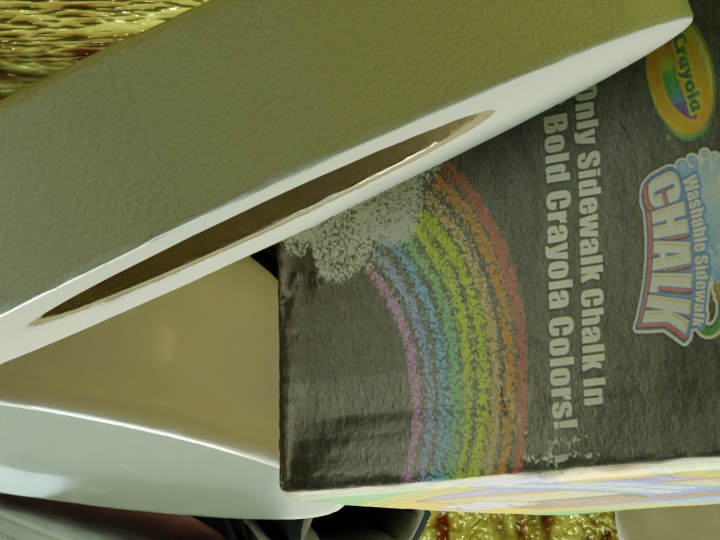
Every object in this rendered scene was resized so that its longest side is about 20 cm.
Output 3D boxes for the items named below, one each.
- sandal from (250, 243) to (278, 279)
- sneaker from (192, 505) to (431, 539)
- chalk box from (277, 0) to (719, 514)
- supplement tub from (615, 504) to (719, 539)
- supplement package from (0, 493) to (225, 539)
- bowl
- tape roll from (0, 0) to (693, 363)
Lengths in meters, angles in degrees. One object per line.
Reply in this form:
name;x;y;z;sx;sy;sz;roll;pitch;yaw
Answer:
sandal;0.000;0.000;1.000;0.082;0.055;0.200;30;172;9
sneaker;-0.066;0.049;1.029;0.202;0.077;0.146;26;176;-20
chalk box;0.091;-0.006;0.723;0.199;0.125;0.124;-7;171;39
supplement tub;0.192;0.102;0.967;0.200;0.132;0.132;39;150;-28
supplement package;-0.067;0.155;1.069;0.155;0.111;0.200;18;180;28
bowl;-0.096;0.017;0.908;0.200;0.091;0.201;8;168;2
tape roll;-0.027;-0.026;0.602;0.202;0.037;0.203;-25;179;0
